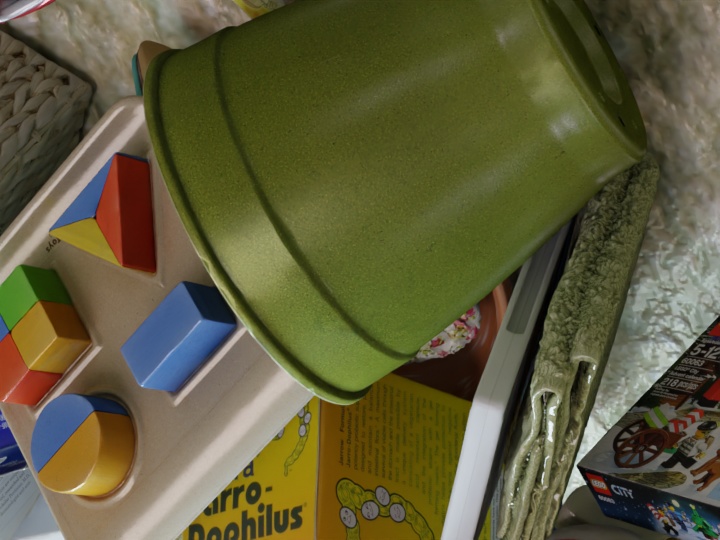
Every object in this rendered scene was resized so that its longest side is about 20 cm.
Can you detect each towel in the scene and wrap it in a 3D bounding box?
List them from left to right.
[{"bbox_3d":[0.107,0.039,1.133,0.036,0.200,0.149,18,131,7],"label":"towel"}]

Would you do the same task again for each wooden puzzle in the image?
[{"bbox_3d":[-0.131,0.036,1.181,0.185,0.046,0.200,-46,62,22],"label":"wooden puzzle"}]

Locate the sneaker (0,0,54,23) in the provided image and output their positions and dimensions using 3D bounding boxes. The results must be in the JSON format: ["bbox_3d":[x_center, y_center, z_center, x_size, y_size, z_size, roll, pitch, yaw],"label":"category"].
[{"bbox_3d":[-0.216,-0.192,1.220,0.199,0.113,0.071,9,128,27],"label":"sneaker"}]

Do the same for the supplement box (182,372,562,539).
[{"bbox_3d":[0.010,0.130,1.260,0.200,0.110,0.109,21,151,-41],"label":"supplement box"}]

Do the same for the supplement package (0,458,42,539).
[{"bbox_3d":[-0.236,0.126,1.417,0.155,0.200,0.111,0,123,32],"label":"supplement package"}]

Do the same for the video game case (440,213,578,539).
[{"bbox_3d":[0.078,0.053,1.162,0.017,0.200,0.143,17,132,8],"label":"video game case"}]

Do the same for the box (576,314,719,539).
[{"bbox_3d":[0.218,0.081,1.092,0.200,0.137,0.038,11,139,54],"label":"box"}]

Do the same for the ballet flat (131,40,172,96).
[{"bbox_3d":[-0.068,-0.042,1.220,0.063,0.069,0.201,-23,75,16],"label":"ballet flat"}]

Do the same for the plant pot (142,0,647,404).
[{"bbox_3d":[0.030,-0.066,1.104,0.192,0.201,0.201,-29,107,17],"label":"plant pot"}]

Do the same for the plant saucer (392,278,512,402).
[{"bbox_3d":[0.000,0.000,1.286,0.199,0.037,0.201,17,132,20],"label":"plant saucer"}]

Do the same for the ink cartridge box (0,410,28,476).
[{"bbox_3d":[-0.184,0.050,1.326,0.099,0.200,0.039,-19,115,39],"label":"ink cartridge box"}]

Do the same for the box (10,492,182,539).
[{"bbox_3d":[-0.087,0.166,1.367,0.106,0.153,0.200,-16,124,40],"label":"box"}]

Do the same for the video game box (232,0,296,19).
[{"bbox_3d":[-0.059,-0.241,1.130,0.200,0.047,0.182,45,133,-5],"label":"video game box"}]

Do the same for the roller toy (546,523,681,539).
[{"bbox_3d":[0.096,0.221,1.127,0.200,0.183,0.140,-23,108,41],"label":"roller toy"}]

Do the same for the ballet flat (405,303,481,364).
[{"bbox_3d":[-0.032,0.024,1.254,0.199,0.064,0.076,10,128,25],"label":"ballet flat"}]

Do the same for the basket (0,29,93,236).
[{"bbox_3d":[-0.285,-0.037,1.325,0.160,0.200,0.199,29,135,7],"label":"basket"}]

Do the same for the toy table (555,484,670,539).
[{"bbox_3d":[0.206,0.149,1.215,0.183,0.117,0.201,22,132,16],"label":"toy table"}]
